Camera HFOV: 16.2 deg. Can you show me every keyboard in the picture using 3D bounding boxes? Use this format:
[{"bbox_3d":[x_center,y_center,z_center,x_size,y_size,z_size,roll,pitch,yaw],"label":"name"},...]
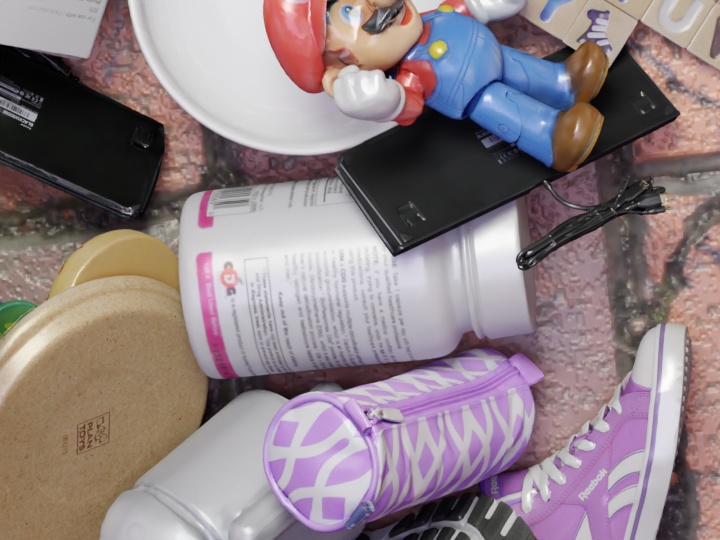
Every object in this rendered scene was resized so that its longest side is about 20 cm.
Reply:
[{"bbox_3d":[0.098,-0.057,1.451,0.200,0.021,0.127,-26,62,-20],"label":"keyboard"},{"bbox_3d":[-0.213,-0.100,1.528,0.200,0.104,0.040,27,142,-11],"label":"keyboard"}]

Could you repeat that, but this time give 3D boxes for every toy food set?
[{"bbox_3d":[-0.173,0.085,1.497,0.049,0.198,0.200,35,148,37],"label":"toy food set"}]

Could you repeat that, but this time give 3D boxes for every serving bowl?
[{"bbox_3d":[-0.040,-0.165,1.482,0.200,0.066,0.201,0,89,-10],"label":"serving bowl"}]

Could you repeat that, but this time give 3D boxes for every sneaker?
[{"bbox_3d":[0.042,0.198,1.539,0.200,0.078,0.090,-18,112,45],"label":"sneaker"},{"bbox_3d":[0.132,0.119,1.528,0.114,0.073,0.201,15,104,8],"label":"sneaker"}]

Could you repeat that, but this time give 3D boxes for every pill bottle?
[{"bbox_3d":[0.000,0.000,1.499,0.200,0.113,0.114,-6,101,8],"label":"pill bottle"}]

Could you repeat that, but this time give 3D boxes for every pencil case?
[{"bbox_3d":[0.026,0.093,1.462,0.084,0.200,0.086,43,116,19],"label":"pencil case"}]

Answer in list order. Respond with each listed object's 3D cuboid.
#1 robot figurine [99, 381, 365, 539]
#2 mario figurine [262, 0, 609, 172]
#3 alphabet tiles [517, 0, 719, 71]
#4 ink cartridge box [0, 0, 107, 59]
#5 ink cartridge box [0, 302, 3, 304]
[{"bbox_3d":[-0.076,0.151,1.515,0.200,0.170,0.113,-40,93,-24],"label":"robot figurine"},{"bbox_3d":[0.044,-0.127,1.401,0.200,0.123,0.106,18,101,-10],"label":"mario figurine"},{"bbox_3d":[0.161,-0.203,1.460,0.200,0.008,0.167,30,101,-13],"label":"alphabet tiles"},{"bbox_3d":[-0.194,-0.240,1.457,0.145,0.087,0.200,35,112,44],"label":"ink cartridge box"},{"bbox_3d":[-0.274,0.073,1.542,0.136,0.076,0.200,29,107,18],"label":"ink cartridge box"}]
